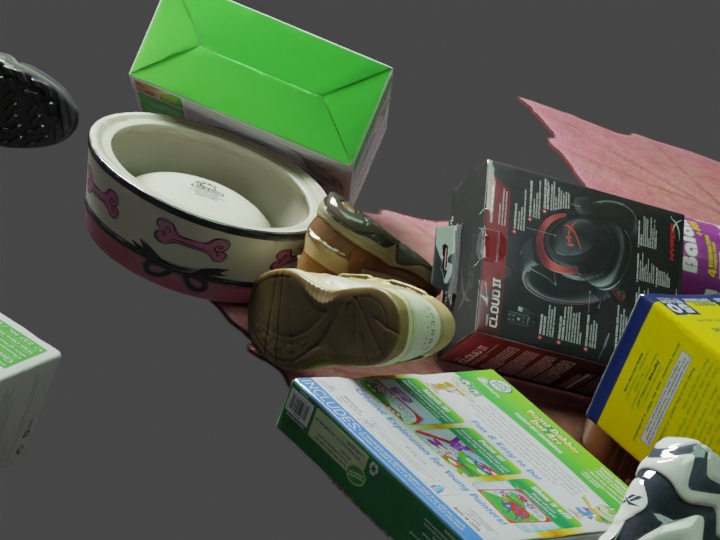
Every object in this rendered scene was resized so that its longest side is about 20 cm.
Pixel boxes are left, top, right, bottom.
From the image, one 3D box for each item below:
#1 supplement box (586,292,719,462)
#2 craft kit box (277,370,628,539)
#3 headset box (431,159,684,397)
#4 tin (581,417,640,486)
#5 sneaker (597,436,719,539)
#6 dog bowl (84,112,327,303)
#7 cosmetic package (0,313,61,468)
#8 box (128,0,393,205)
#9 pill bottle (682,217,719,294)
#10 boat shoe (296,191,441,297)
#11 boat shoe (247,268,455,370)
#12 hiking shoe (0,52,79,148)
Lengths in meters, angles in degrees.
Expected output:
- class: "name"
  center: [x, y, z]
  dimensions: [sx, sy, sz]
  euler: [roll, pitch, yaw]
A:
- class: "supplement box"
  center: [0.279, 0.111, 1.617]
  dimensions: [0.108, 0.110, 0.200]
  euler: [0, 31, -43]
- class: "craft kit box"
  center: [0.077, 0.139, 1.536]
  dimensions: [0.197, 0.049, 0.200]
  euler: [-2, 32, -41]
- class: "headset box"
  center: [0.149, 0.009, 1.774]
  dimensions: [0.199, 0.075, 0.149]
  euler: [14, 65, -19]
- class: "tin"
  center: [0.254, 0.154, 1.689]
  dimensions: [0.200, 0.042, 0.112]
  euler: [36, 30, 31]
- class: "sneaker"
  center: [0.226, 0.221, 1.475]
  dimensions: [0.199, 0.130, 0.079]
  euler: [52, -21, -18]
- class: "dog bowl"
  center: [-0.126, -0.046, 1.757]
  dimensions: [0.199, 0.074, 0.200]
  euler: [18, 22, -7]
- class: "cosmetic package"
  center: [-0.278, 0.079, 1.310]
  dimensions: [0.107, 0.085, 0.200]
  euler: [31, 22, 16]
- class: "box"
  center: [-0.081, -0.144, 1.893]
  dimensions: [0.199, 0.097, 0.177]
  euler: [23, -12, 3]
- class: "pill bottle"
  center: [0.223, 0.000, 1.919]
  dimensions: [0.199, 0.113, 0.112]
  euler: [12, 24, -23]
- class: "boat shoe"
  center: [0.000, 0.000, 1.744]
  dimensions: [0.076, 0.074, 0.200]
  euler: [36, 1, 27]
- class: "boat shoe"
  center: [-0.009, 0.039, 1.610]
  dimensions: [0.066, 0.074, 0.200]
  euler: [3, 4, -35]
- class: "hiking shoe"
  center: [-0.320, -0.163, 1.845]
  dimensions: [0.199, 0.076, 0.101]
  euler: [19, 25, -3]
